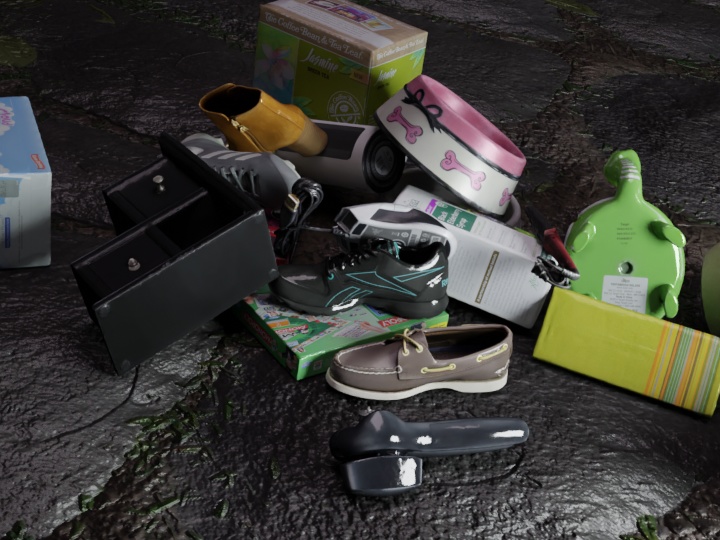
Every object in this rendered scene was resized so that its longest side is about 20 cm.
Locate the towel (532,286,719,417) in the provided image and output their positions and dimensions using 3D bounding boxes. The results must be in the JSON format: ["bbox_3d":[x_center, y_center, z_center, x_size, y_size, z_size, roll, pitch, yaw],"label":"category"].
[{"bbox_3d":[0.289,0.086,1.244,0.197,0.018,0.087,18,74,15],"label":"towel"}]

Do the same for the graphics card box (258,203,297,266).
[{"bbox_3d":[-0.134,-0.050,1.371,0.123,0.052,0.201,9,29,2],"label":"graphics card box"}]

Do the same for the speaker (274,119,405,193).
[{"bbox_3d":[-0.040,-0.149,1.480,0.080,0.083,0.198,-21,24,-41],"label":"speaker"}]

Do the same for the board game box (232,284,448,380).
[{"bbox_3d":[-0.021,0.046,1.260,0.197,0.030,0.134,-13,38,-34],"label":"board game box"}]

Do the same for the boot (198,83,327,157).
[{"bbox_3d":[-0.151,-0.175,1.434,0.199,0.072,0.143,-9,-25,39],"label":"boot"}]

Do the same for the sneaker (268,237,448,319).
[{"bbox_3d":[0.000,0.000,1.238,0.196,0.080,0.076,1,32,-10],"label":"sneaker"}]

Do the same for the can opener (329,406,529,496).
[{"bbox_3d":[0.064,0.159,1.079,0.197,0.080,0.063,-4,-7,-27],"label":"can opener"}]

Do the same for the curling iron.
[{"bbox_3d":[0.205,-0.034,1.289,0.049,0.026,0.201,19,25,-9],"label":"curling iron"}]

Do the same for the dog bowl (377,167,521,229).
[{"bbox_3d":[0.111,-0.066,1.458,0.196,0.060,0.201,7,30,-4],"label":"dog bowl"}]

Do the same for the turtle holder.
[{"bbox_3d":[0.287,-0.027,1.328,0.139,0.188,0.132,-26,7,8],"label":"turtle holder"}]

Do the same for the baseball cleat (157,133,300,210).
[{"bbox_3d":[-0.157,-0.103,1.351,0.198,0.071,0.106,20,37,39],"label":"baseball cleat"}]

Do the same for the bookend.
[{"bbox_3d":[-0.222,-0.025,1.205,0.197,0.093,0.199,-32,46,-22],"label":"bookend"}]

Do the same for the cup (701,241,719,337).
[{"bbox_3d":[0.466,0.021,1.308,0.141,0.204,0.200,-5,21,31],"label":"cup"}]

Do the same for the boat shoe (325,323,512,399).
[{"bbox_3d":[0.062,0.088,1.182,0.196,0.060,0.072,-1,32,-17],"label":"boat shoe"}]

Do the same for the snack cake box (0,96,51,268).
[{"bbox_3d":[-0.397,-0.104,1.321,0.066,0.117,0.201,-5,32,-22],"label":"snack cake box"}]

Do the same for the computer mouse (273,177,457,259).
[{"bbox_3d":[0.008,-0.047,1.262,0.196,0.110,0.044,10,50,-7],"label":"computer mouse"}]

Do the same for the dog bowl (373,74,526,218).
[{"bbox_3d":[0.113,-0.154,1.387,0.199,0.074,0.201,35,15,-11],"label":"dog bowl"}]

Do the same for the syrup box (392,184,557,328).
[{"bbox_3d":[0.121,-0.018,1.325,0.197,0.083,0.079,23,24,6],"label":"syrup box"}]

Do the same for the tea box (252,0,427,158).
[{"bbox_3d":[-0.034,-0.253,1.593,0.198,0.200,0.133,26,34,28],"label":"tea box"}]
